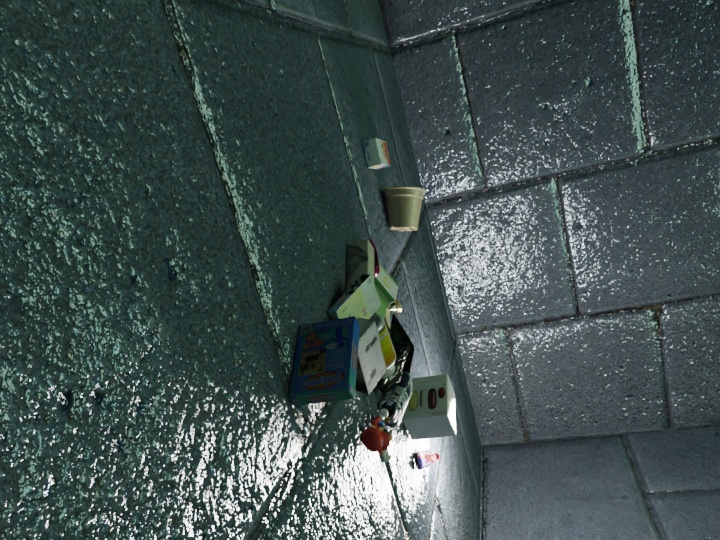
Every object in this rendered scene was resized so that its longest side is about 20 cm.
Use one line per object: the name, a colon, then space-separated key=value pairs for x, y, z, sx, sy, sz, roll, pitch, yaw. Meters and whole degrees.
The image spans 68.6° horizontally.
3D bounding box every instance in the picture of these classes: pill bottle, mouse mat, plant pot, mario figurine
pill bottle: x=0.052 y=0.253 z=1.731 sx=0.110 sy=0.108 sz=0.202 roll=-71 pitch=146 yaw=-58
mouse mat: x=0.149 y=0.279 z=1.963 sx=0.200 sy=0.007 sz=0.162 roll=-120 pitch=-151 yaw=-51
plant pot: x=0.201 y=-0.280 z=2.443 sx=0.200 sy=0.198 sz=0.186 roll=10 pitch=82 yaw=-72
mario figurine: x=0.075 y=0.514 z=1.646 sx=0.124 sy=0.106 sz=0.200 roll=46 pitch=5 yaw=9

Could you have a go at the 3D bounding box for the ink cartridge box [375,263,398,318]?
ink cartridge box: x=0.072 y=0.070 z=1.939 sx=0.146 sy=0.048 sz=0.201 roll=50 pitch=26 yaw=-19

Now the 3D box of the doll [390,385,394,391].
doll: x=0.110 y=0.346 z=1.924 sx=0.137 sy=0.048 sz=0.202 roll=-55 pitch=139 yaw=-51

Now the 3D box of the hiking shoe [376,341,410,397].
hiking shoe: x=0.115 y=0.341 z=1.848 sx=0.200 sy=0.075 sz=0.101 roll=-50 pitch=133 yaw=-25

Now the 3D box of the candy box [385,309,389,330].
candy box: x=0.086 y=0.220 z=1.997 sx=0.102 sy=0.026 sz=0.202 roll=52 pitch=32 yaw=-49

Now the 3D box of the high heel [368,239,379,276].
high heel: x=0.045 y=-0.054 z=1.891 sx=0.096 sy=0.067 sz=0.201 roll=116 pitch=-24 yaw=-48

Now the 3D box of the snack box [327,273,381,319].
snack box: x=-0.014 y=0.113 z=1.602 sx=0.200 sy=0.037 sz=0.117 roll=-45 pitch=126 yaw=-42

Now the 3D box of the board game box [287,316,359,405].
board game box: x=-0.083 y=0.212 z=1.249 sx=0.045 sy=0.151 sz=0.201 roll=62 pitch=25 yaw=-44

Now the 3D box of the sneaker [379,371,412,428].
sneaker: x=0.125 y=0.445 z=1.851 sx=0.109 sy=0.069 sz=0.202 roll=47 pitch=57 yaw=-56

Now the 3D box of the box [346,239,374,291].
box: x=0.000 y=0.000 z=1.766 sx=0.069 sy=0.081 sz=0.202 roll=57 pitch=26 yaw=-52

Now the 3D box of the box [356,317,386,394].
box: x=0.010 y=0.255 z=1.576 sx=0.117 sy=0.060 sz=0.201 roll=-48 pitch=136 yaw=-40

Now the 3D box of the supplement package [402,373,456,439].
supplement package: x=0.280 y=0.554 z=2.147 sx=0.201 sy=0.189 sz=0.148 roll=-81 pitch=153 yaw=-49

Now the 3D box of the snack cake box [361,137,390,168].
snack cake box: x=0.073 y=-0.514 z=2.333 sx=0.200 sy=0.067 sz=0.116 roll=-28 pitch=105 yaw=-73

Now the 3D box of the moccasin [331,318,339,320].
moccasin: x=-0.057 y=0.229 z=1.446 sx=0.074 sy=0.077 sz=0.203 roll=51 pitch=32 yaw=-57

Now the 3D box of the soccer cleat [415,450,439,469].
soccer cleat: x=0.277 y=0.785 z=2.197 sx=0.200 sy=0.072 sz=0.069 roll=33 pitch=49 yaw=-68

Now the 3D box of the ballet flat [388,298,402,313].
ballet flat: x=0.113 y=0.119 z=2.115 sx=0.065 sy=0.070 sz=0.201 roll=-54 pitch=135 yaw=-29
